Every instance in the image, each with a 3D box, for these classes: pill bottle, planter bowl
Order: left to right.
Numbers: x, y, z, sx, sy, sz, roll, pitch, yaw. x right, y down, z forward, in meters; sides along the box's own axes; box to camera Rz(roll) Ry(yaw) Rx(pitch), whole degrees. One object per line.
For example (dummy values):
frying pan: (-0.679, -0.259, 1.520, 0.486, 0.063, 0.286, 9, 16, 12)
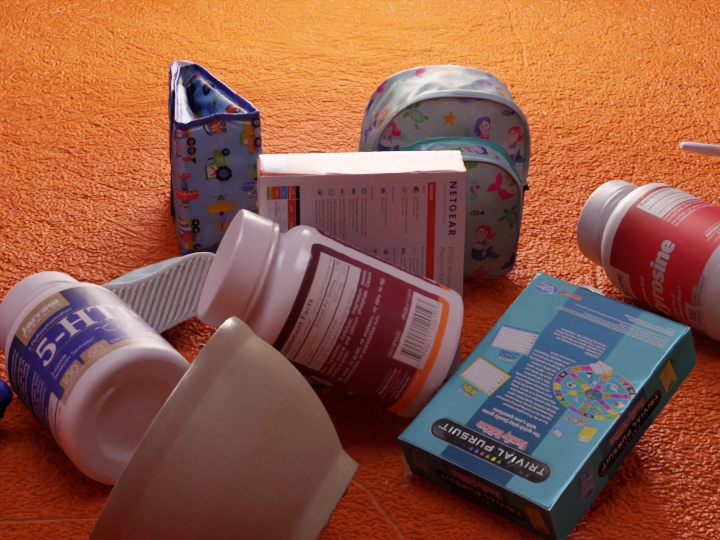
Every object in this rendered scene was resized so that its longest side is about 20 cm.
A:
pill bottle: (-0.225, 0.079, 1.308, 0.119, 0.121, 0.200, -16, 30, -29)
planter bowl: (-0.085, 0.154, 1.107, 0.134, 0.201, 0.200, 32, 31, 3)
pill bottle: (-0.026, 0.033, 1.298, 0.198, 0.115, 0.115, 24, 23, -12)
pill bottle: (0.302, -0.015, 1.502, 0.111, 0.114, 0.199, -18, 30, -31)

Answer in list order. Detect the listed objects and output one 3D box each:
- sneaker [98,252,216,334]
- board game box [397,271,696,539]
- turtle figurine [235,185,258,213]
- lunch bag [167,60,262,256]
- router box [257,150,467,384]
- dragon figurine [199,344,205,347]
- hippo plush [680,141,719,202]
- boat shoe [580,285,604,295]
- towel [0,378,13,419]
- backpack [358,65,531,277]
sneaker: (-0.218, 0.041, 1.469, 0.198, 0.075, 0.082, -18, 0, -22)
board game box: (0.149, 0.103, 1.257, 0.150, 0.047, 0.200, 21, 57, 38)
turtle figurine: (-0.043, -0.003, 1.505, 0.149, 0.102, 0.199, 35, -15, -36)
lunch bag: (-0.169, -0.127, 1.692, 0.093, 0.152, 0.200, -8, 27, -15)
router box: (0.000, 0.000, 1.377, 0.177, 0.203, 0.049, -1, 25, -4)
dragon figurine: (-0.101, 0.116, 1.301, 0.098, 0.060, 0.201, 1, 26, 4)
hippo plush: (0.491, -0.139, 1.768, 0.199, 0.160, 0.161, -37, -5, 20)
boat shoe: (0.189, 0.077, 1.368, 0.059, 0.075, 0.201, 1, 34, -8)
towel: (-0.400, 0.134, 1.291, 0.146, 0.050, 0.199, 12, 28, 38)
backpack: (0.081, -0.093, 1.552, 0.175, 0.202, 0.151, 1, 25, -10)
